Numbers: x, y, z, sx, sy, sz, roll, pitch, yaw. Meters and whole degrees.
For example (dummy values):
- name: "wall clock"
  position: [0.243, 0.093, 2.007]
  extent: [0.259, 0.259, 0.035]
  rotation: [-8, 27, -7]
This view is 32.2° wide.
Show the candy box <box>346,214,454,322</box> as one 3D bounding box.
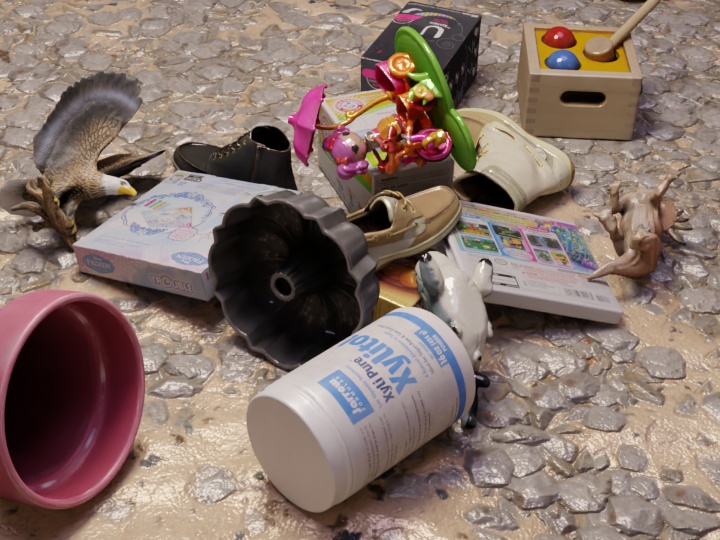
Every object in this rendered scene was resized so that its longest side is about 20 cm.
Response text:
- name: "candy box"
  position: [0.000, 0.000, 1.452]
  extent: [0.200, 0.057, 0.117]
  rotation: [24, 43, 25]

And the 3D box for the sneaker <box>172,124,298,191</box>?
- name: "sneaker"
  position: [-0.160, -0.151, 1.603]
  extent: [0.200, 0.107, 0.075]
  rotation: [23, 42, 26]

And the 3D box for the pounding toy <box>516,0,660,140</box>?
- name: "pounding toy"
  position: [0.333, -0.296, 1.788]
  extent: [0.199, 0.143, 0.184]
  rotation: [2, 37, 1]

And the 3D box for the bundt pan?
- name: "bundt pan"
  position: [-0.063, 0.004, 1.332]
  extent: [0.201, 0.202, 0.076]
  rotation: [22, 33, 24]

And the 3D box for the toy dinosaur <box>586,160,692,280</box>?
- name: "toy dinosaur"
  position: [0.339, -0.043, 1.498]
  extent: [0.086, 0.136, 0.200]
  rotation: [9, 56, 30]

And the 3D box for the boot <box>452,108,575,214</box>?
- name: "boot"
  position: [0.159, -0.141, 1.625]
  extent: [0.200, 0.072, 0.155]
  rotation: [31, 39, 27]

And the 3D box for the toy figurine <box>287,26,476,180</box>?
- name: "toy figurine"
  position: [0.012, -0.167, 1.478]
  extent: [0.184, 0.150, 0.200]
  rotation: [-25, 68, -11]

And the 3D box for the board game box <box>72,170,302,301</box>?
- name: "board game box"
  position: [-0.201, -0.046, 1.486]
  extent: [0.199, 0.044, 0.199]
  rotation: [12, 36, 32]

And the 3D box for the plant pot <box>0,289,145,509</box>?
- name: "plant pot"
  position: [-0.336, 0.114, 1.190]
  extent: [0.178, 0.201, 0.200]
  rotation: [5, 34, 29]

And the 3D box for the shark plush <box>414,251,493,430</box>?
- name: "shark plush"
  position: [0.106, 0.068, 1.325]
  extent: [0.091, 0.083, 0.201]
  rotation: [-8, 70, -36]

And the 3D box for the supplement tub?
- name: "supplement tub"
  position: [0.004, 0.131, 1.216]
  extent: [0.132, 0.132, 0.200]
  rotation: [32, 46, 34]

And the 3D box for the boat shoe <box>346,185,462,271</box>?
- name: "boat shoe"
  position: [0.033, -0.053, 1.406]
  extent: [0.200, 0.067, 0.074]
  rotation: [-31, 38, -28]

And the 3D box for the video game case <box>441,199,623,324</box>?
- name: "video game case"
  position: [0.191, -0.014, 1.461]
  extent: [0.199, 0.024, 0.182]
  rotation: [10, 34, -19]

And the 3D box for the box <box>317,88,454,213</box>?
- name: "box"
  position: [0.027, -0.140, 1.601]
  extent: [0.112, 0.102, 0.200]
  rotation: [-12, 39, -18]

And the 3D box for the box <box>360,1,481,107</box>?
- name: "box"
  position: [0.089, -0.296, 1.807]
  extent: [0.122, 0.106, 0.200]
  rotation: [14, 39, 16]

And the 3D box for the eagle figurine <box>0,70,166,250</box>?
- name: "eagle figurine"
  position: [-0.336, -0.128, 1.542]
  extent: [0.151, 0.152, 0.200]
  rotation: [33, 53, -18]
